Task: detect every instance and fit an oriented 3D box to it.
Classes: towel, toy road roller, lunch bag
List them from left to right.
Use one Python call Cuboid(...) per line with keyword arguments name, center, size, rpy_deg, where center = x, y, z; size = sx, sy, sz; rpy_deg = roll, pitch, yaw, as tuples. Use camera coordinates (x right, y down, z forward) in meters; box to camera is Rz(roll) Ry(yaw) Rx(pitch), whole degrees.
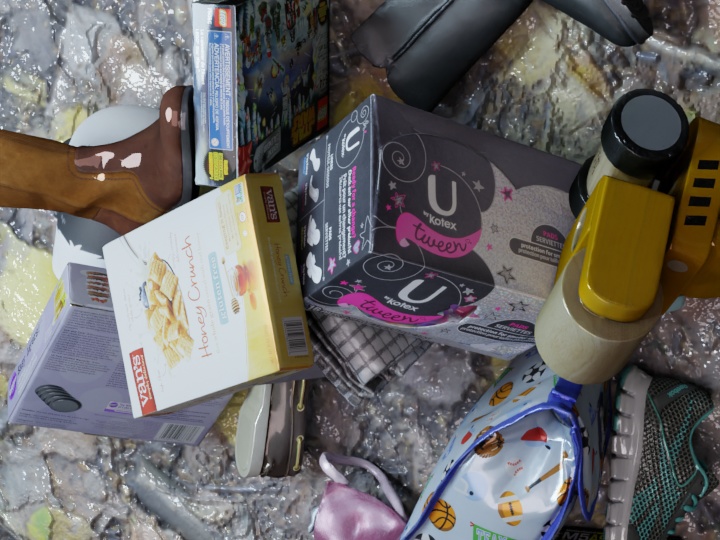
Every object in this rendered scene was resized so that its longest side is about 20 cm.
Cuboid(name="towel", center=(0.000, 0.000, 1.171), size=(0.166, 0.200, 0.085), rpy_deg=(51, 131, 0))
Cuboid(name="lunch bag", center=(0.136, 0.153, 1.181), size=(0.123, 0.170, 0.202), rpy_deg=(30, 116, 4))
Cuboid(name="toy road roller", center=(0.213, -0.013, 0.997), size=(0.144, 0.202, 0.123), rpy_deg=(19, 154, 1))

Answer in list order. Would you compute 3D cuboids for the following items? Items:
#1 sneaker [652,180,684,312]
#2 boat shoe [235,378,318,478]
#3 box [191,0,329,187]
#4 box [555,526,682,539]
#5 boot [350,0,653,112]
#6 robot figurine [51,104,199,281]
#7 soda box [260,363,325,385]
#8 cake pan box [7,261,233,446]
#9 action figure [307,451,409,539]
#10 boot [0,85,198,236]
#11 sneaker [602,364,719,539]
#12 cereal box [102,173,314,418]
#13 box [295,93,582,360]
Cuboid(name="sneaker", center=(0.259, -0.022, 1.122), size=(0.198, 0.079, 0.133), rpy_deg=(1, 106, 33))
Cuboid(name="boat shoe", center=(-0.067, 0.092, 1.312), size=(0.059, 0.072, 0.203), rpy_deg=(7, 101, -22))
Cuboid(name="box", center=(-0.075, -0.158, 1.149), size=(0.039, 0.200, 0.139), rpy_deg=(8, 111, 17))
Cuboid(name="box", center=(0.208, 0.328, 1.283), size=(0.158, 0.044, 0.203), rpy_deg=(1, 108, 24))
Cuboid(name="boot", center=(0.108, -0.189, 1.134), size=(0.199, 0.065, 0.166), rpy_deg=(-39, 81, 26))
Cuboid(name="robot figurine", center=(-0.207, -0.048, 1.292), size=(0.148, 0.125, 0.203), rpy_deg=(9, 114, -8))
Cuboid(name="soda box", center=(-0.057, 0.048, 1.212), size=(0.070, 0.198, 0.064), rpy_deg=(43, 123, 39))
Cuboid(name="cake pan box", center=(-0.195, 0.081, 1.289), size=(0.197, 0.053, 0.185), rpy_deg=(10, 139, -25))
Cuboid(name="action figure", center=(0.053, 0.249, 1.273), size=(0.199, 0.133, 0.151), rpy_deg=(3, 86, 51))
Cuboid(name="boot", center=(-0.222, -0.098, 1.140), size=(0.197, 0.069, 0.189), rpy_deg=(14, 153, -5))
Cuboid(name="sneaker", center=(0.246, 0.182, 1.182), size=(0.090, 0.078, 0.203), rpy_deg=(5, 93, 10))
Cuboid(name="cereal box", center=(-0.120, 0.024, 1.101), size=(0.199, 0.039, 0.146), rpy_deg=(-22, 77, 46))
Cuboid(name="box", center=(0.063, -0.026, 1.080), size=(0.198, 0.134, 0.115), rpy_deg=(15, 151, -27))
